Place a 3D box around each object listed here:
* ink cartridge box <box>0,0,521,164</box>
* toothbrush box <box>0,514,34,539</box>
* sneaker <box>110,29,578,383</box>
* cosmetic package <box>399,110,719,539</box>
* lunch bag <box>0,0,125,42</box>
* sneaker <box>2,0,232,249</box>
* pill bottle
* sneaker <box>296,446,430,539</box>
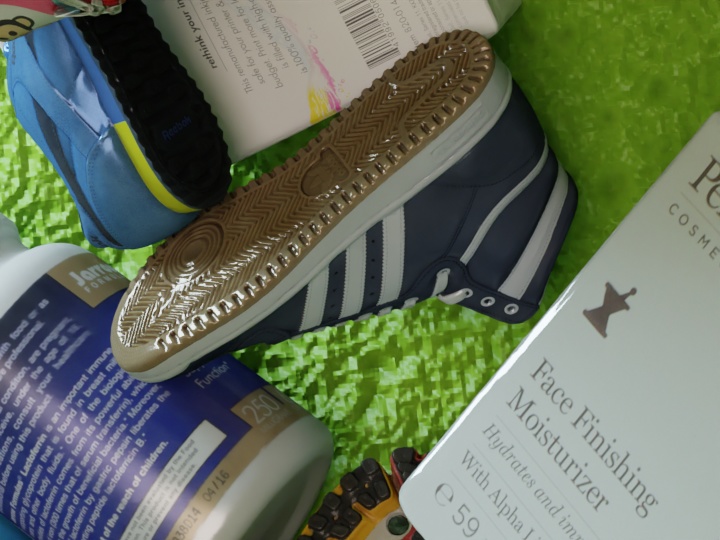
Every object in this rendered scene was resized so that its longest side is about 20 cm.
[{"bbox_3d":[-0.047,-0.115,1.140,0.199,0.067,0.118,-24,101,18],"label":"ink cartridge box"},{"bbox_3d":[-0.232,0.109,1.187,0.199,0.146,0.086,33,103,13],"label":"toothbrush box"},{"bbox_3d":[0.000,0.000,1.110,0.200,0.109,0.070,-38,39,7],"label":"sneaker"},{"bbox_3d":[0.159,0.081,1.020,0.200,0.165,0.165,-52,52,14],"label":"cosmetic package"},{"bbox_3d":[-0.116,-0.182,1.022,0.082,0.200,0.177,-18,120,35],"label":"lunch bag"},{"bbox_3d":[-0.126,-0.102,1.091,0.078,0.066,0.201,-20,97,37],"label":"sneaker"},{"bbox_3d":[-0.120,0.060,1.162,0.200,0.116,0.116,35,103,12],"label":"pill bottle"},{"bbox_3d":[-0.019,0.169,1.127,0.200,0.082,0.078,-43,61,-8],"label":"sneaker"}]
